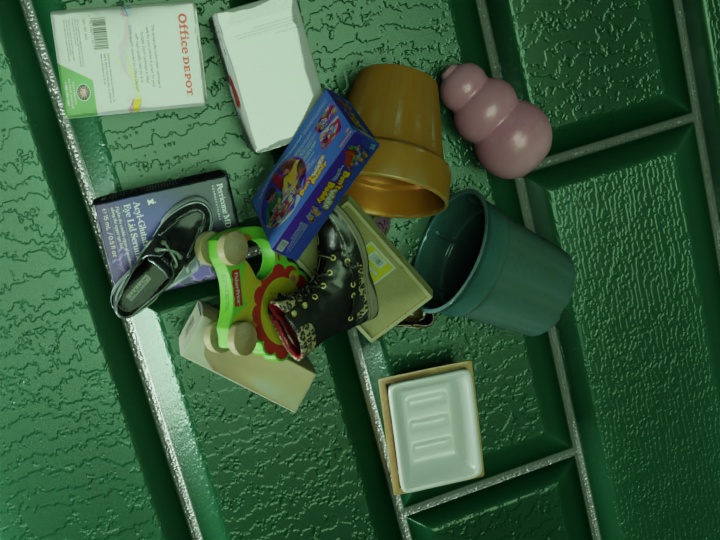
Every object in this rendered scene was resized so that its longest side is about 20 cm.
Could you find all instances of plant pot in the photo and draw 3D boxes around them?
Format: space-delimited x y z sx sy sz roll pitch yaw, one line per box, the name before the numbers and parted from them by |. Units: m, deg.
plant pot | 0.041 -0.194 1.459 0.198 0.200 0.185 12 77 -15
plant pot | 0.213 0.002 1.540 0.195 0.200 0.202 22 95 -24

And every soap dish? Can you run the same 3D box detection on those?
soap dish | 0.112 0.251 1.608 0.156 0.081 0.202 -10 103 -11

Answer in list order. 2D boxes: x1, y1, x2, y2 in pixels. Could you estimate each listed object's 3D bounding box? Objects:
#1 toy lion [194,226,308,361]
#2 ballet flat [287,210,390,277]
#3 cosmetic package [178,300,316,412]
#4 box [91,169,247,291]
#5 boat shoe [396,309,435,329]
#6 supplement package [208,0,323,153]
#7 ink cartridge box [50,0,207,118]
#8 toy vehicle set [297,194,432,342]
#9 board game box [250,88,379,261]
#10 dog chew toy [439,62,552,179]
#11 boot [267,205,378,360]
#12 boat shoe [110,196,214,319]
toy lion | -0.139 0.034 1.423 0.191 0.068 0.202 -14 101 -50
ballet flat | -0.036 -0.034 1.527 0.199 0.071 0.070 -24 104 -8
cosmetic package | -0.173 0.130 1.510 0.199 0.105 0.071 29 94 -18
box | -0.277 -0.054 1.451 0.198 0.104 0.149 -15 102 -10
boat shoe | 0.026 0.048 1.554 0.200 0.075 0.075 11 98 -15
supplement package | -0.132 -0.285 1.434 0.119 0.121 0.202 -19 103 -10
ink cartridge box | -0.326 -0.299 1.405 0.198 0.084 0.146 -8 102 -11
toy vehicle set | 0.000 0.000 1.476 0.124 0.027 0.200 -36 108 19
board game box | -0.067 -0.133 1.360 0.045 0.135 0.201 24 112 -33
dog chew toy | 0.201 -0.237 1.524 0.125 0.125 0.200 -45 99 -2
boot | -0.061 0.016 1.393 0.150 0.073 0.201 -33 123 -28
boat shoe | -0.273 -0.016 1.369 0.072 0.068 0.200 43 89 -17
